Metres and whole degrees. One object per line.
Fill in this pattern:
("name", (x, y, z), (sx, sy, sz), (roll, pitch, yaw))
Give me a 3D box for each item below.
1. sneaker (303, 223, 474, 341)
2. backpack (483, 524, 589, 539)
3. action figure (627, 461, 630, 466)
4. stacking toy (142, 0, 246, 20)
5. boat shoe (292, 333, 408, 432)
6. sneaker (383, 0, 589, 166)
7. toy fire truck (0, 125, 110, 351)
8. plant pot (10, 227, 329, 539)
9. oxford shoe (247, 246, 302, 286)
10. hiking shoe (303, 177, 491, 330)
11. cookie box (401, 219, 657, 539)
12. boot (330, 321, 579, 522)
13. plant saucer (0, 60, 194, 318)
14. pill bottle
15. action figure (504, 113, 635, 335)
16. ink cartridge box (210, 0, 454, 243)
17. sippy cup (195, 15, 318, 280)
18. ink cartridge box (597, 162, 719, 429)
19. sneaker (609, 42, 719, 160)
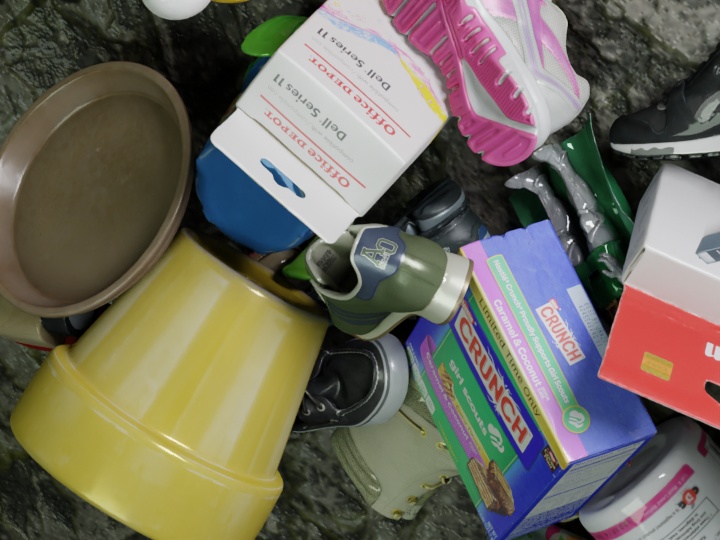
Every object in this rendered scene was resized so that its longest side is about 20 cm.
("sneaker", (0.000, 0.000, 1.574), (0.090, 0.067, 0.200), (24, 168, -18))
("backpack", (0.160, 0.297, 1.792), (0.200, 0.151, 0.178), (27, 134, 19))
("action figure", (0.231, 0.075, 1.617), (0.200, 0.065, 0.099), (-31, 70, 43))
("stacking toy", (-0.083, -0.228, 1.507), (0.146, 0.200, 0.146), (18, 129, 23))
("boat shoe", (-0.034, 0.091, 1.769), (0.200, 0.066, 0.070), (-15, 82, 60))
("sneaker", (0.085, -0.168, 1.537), (0.081, 0.088, 0.200), (-32, 80, 48))
("toy fire truck", (-0.190, -0.010, 1.794), (0.129, 0.176, 0.200), (8, 168, 26))
("plant pot", (-0.124, 0.081, 1.664), (0.201, 0.201, 0.189), (32, 95, 7))
("oxford shoe", (-0.091, 0.068, 1.784), (0.075, 0.070, 0.200), (48, 117, 38))
("hiking shoe", (0.024, 0.015, 1.708), (0.087, 0.074, 0.200), (48, 133, -7))
("cookie box", (0.113, 0.082, 1.613), (0.171, 0.075, 0.200), (65, 160, 17))
("boot", (0.077, 0.151, 1.778), (0.200, 0.072, 0.155), (40, 133, 9))
("plant saucer", (-0.196, -0.057, 1.661), (0.200, 0.200, 0.029), (-6, 157, 35))
("pill bottle", (0.266, 0.216, 1.681), (0.200, 0.113, 0.113), (47, 133, -6))
("action figure", (0.174, 0.005, 1.580), (0.200, 0.055, 0.118), (58, 147, 14))
("ink cartridge box", (-0.002, -0.119, 1.539), (0.117, 0.200, 0.067), (41, 134, -2))
("sippy cup", (-0.050, -0.083, 1.644), (0.140, 0.130, 0.178), (-30, 103, 41))
("ink cartridge box", (0.266, 0.035, 1.479), (0.200, 0.176, 0.045), (23, 134, -2))
("sneaker", (0.250, -0.120, 1.491), (0.200, 0.076, 0.088), (-4, 91, 42))
